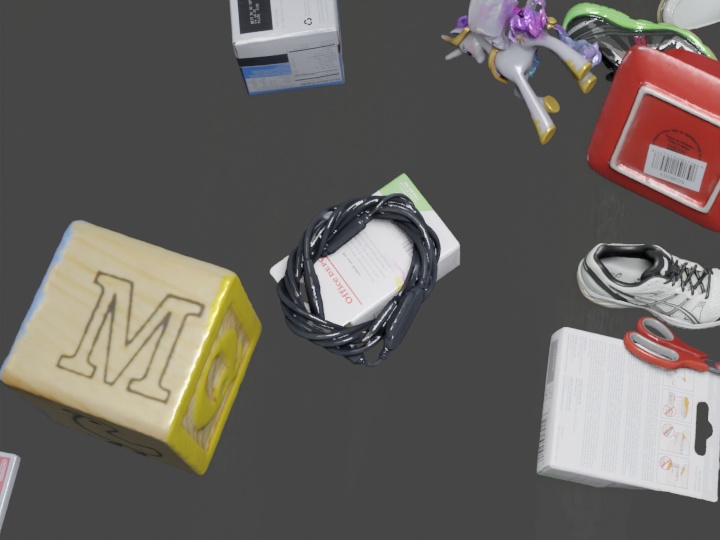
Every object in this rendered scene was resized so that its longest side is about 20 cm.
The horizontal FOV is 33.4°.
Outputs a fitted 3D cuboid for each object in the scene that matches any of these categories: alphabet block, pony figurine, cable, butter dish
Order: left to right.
[{"bbox_3d":[-0.244,0.088,1.329,0.198,0.196,0.198,17,73,12],"label":"alphabet block"},{"bbox_3d":[0.000,0.000,1.351,0.162,0.051,0.201,23,76,16],"label":"cable"},{"bbox_3d":[0.196,-0.283,1.448,0.200,0.194,0.166,44,45,19],"label":"pony figurine"},{"bbox_3d":[0.391,-0.179,1.401,0.199,0.201,0.148,27,50,13],"label":"butter dish"}]

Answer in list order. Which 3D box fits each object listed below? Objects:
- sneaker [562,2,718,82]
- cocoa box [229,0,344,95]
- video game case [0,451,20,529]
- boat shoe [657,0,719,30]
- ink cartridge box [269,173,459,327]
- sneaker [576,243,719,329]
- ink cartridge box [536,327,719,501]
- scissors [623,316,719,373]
[{"bbox_3d":[0.344,-0.267,1.488,0.198,0.077,0.085,18,89,14],"label":"sneaker"},{"bbox_3d":[-0.096,-0.343,1.511,0.132,0.131,0.202,-7,69,1],"label":"cocoa box"},{"bbox_3d":[-0.502,0.265,1.374,0.198,0.017,0.145,9,71,8],"label":"video game case"},{"bbox_3d":[0.464,-0.351,1.490,0.199,0.075,0.068,-30,34,-7],"label":"boat shoe"},{"bbox_3d":[0.006,-0.005,1.409,0.199,0.067,0.118,-34,72,-9],"label":"ink cartridge box"},{"bbox_3d":[0.348,0.014,1.364,0.197,0.088,0.076,6,68,5],"label":"sneaker"},{"bbox_3d":[0.302,0.164,1.343,0.198,0.050,0.163,14,70,-10],"label":"ink cartridge box"},{"bbox_3d":[0.389,0.110,1.342,0.198,0.014,0.073,28,36,8],"label":"scissors"}]
